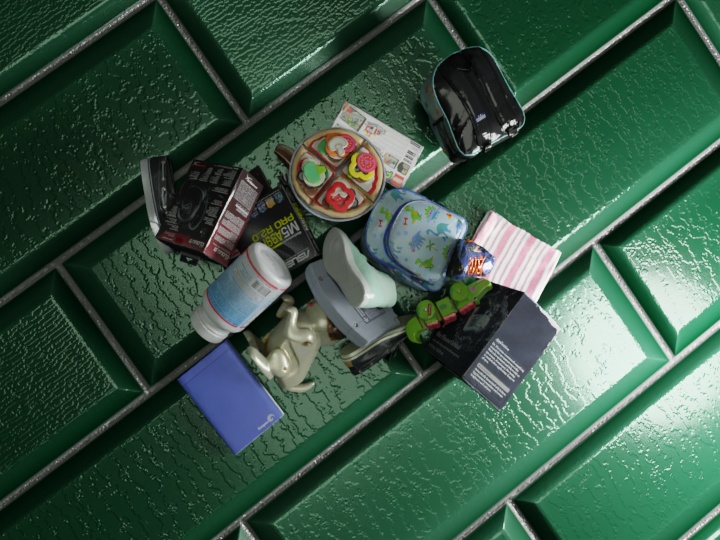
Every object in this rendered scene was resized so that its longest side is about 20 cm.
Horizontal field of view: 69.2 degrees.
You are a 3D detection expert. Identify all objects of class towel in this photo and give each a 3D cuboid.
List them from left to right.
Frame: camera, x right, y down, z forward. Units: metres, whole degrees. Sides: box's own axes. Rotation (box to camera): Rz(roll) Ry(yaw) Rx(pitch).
[{"bbox_3d":[0.334,-0.023,1.157,0.198,0.030,0.148,29,88,-4],"label":"towel"}]

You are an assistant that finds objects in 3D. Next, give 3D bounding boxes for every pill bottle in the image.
[{"bbox_3d":[-0.237,0.048,1.021,0.199,0.109,0.109,-41,92,13],"label":"pill bottle"}]

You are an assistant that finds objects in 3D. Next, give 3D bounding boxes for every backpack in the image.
[{"bbox_3d":[0.106,-0.070,1.081,0.197,0.147,0.186,27,84,0],"label":"backpack"},{"bbox_3d":[0.221,-0.347,1.089,0.174,0.153,0.202,-29,101,-7],"label":"backpack"}]

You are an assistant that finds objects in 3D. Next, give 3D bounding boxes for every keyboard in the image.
[{"bbox_3d":[-0.177,-0.129,1.105,0.126,0.021,0.203,-27,93,23],"label":"keyboard"}]

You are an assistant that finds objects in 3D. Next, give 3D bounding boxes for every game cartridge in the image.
[{"bbox_3d":[-0.021,0.057,1.063,0.201,0.132,0.041,51,129,15],"label":"game cartridge"}]

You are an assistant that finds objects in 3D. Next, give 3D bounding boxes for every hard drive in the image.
[{"bbox_3d":[-0.274,0.268,1.105,0.131,0.025,0.201,-37,92,-4],"label":"hard drive"}]

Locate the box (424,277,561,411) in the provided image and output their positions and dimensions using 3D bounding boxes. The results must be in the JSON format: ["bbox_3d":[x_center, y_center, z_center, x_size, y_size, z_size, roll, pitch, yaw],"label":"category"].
[{"bbox_3d":[0.258,0.138,1.056,0.117,0.196,0.201,40,86,-16],"label":"box"}]

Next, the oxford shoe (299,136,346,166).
[{"bbox_3d":[-0.047,-0.212,1.103,0.198,0.075,0.058,35,56,-6],"label":"oxford shoe"}]

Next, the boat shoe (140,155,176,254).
[{"bbox_3d":[-0.401,-0.138,1.082,0.066,0.072,0.204,-13,83,-3],"label":"boat shoe"}]

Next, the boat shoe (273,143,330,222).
[{"bbox_3d":[-0.113,-0.183,1.101,0.200,0.076,0.072,43,90,-1],"label":"boat shoe"}]

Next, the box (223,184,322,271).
[{"bbox_3d":[-0.200,-0.059,1.078,0.198,0.044,0.162,-27,91,13],"label":"box"}]

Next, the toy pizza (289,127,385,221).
[{"bbox_3d":[-0.045,-0.198,1.048,0.196,0.032,0.205,1,77,-6],"label":"toy pizza"}]

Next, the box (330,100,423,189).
[{"bbox_3d":[0.026,-0.267,1.131,0.198,0.035,0.111,30,87,-4],"label":"box"}]

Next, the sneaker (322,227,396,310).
[{"bbox_3d":[0.000,0.001,1.057,0.074,0.117,0.202,-49,50,28],"label":"sneaker"}]

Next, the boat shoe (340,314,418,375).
[{"bbox_3d":[0.051,0.155,1.109,0.198,0.074,0.063,-28,107,-14],"label":"boat shoe"}]

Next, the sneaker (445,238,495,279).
[{"bbox_3d":[0.225,-0.020,1.034,0.077,0.199,0.077,22,109,18],"label":"sneaker"}]

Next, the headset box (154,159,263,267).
[{"bbox_3d":[-0.303,-0.107,1.033,0.147,0.077,0.203,13,76,31],"label":"headset box"}]

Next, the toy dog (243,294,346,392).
[{"bbox_3d":[-0.114,0.141,1.067,0.199,0.139,0.195,-38,101,-5],"label":"toy dog"}]

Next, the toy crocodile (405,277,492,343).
[{"bbox_3d":[0.177,0.077,1.049,0.198,0.068,0.062,-29,65,7],"label":"toy crocodile"}]
